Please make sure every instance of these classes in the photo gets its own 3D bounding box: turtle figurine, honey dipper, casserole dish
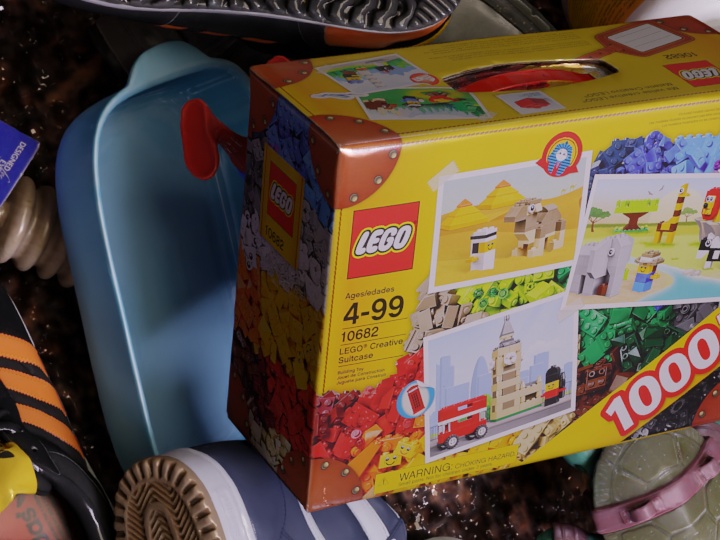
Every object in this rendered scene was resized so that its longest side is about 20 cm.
[{"bbox_3d":[0.120,0.093,0.959,0.149,0.100,0.201,-31,103,-31],"label":"turtle figurine"},{"bbox_3d":[-0.190,-0.038,0.847,0.199,0.038,0.038,20,70,-24],"label":"honey dipper"},{"bbox_3d":[-0.072,0.008,0.874,0.121,0.039,0.201,-28,110,-53],"label":"casserole dish"}]

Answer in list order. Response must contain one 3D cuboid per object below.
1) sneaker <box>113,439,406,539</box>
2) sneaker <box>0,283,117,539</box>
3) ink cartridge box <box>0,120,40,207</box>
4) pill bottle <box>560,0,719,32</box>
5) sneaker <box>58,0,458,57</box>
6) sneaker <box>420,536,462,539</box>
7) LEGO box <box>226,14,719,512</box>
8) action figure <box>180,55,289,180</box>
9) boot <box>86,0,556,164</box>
[{"bbox_3d":[-0.025,0.159,0.829,0.108,0.070,0.201,-15,93,-54],"label":"sneaker"},{"bbox_3d":[-0.144,0.058,0.812,0.070,0.090,0.201,-31,98,-10],"label":"sneaker"},{"bbox_3d":[-0.225,-0.070,0.798,0.199,0.037,0.095,31,58,-6],"label":"ink cartridge box"},{"bbox_3d":[0.155,-0.104,0.969,0.109,0.109,0.200,35,22,-20],"label":"pill bottle"},{"bbox_3d":[-0.061,-0.117,0.837,0.199,0.090,0.070,10,75,-3],"label":"sneaker"},{"bbox_3d":[0.007,0.188,0.862,0.076,0.115,0.201,47,70,-14],"label":"sneaker"},{"bbox_3d":[0.056,-0.007,0.814,0.199,0.077,0.150,-10,121,-27],"label":"LEGO box"},{"bbox_3d":[0.000,0.000,0.878,0.200,0.065,0.099,39,31,-61],"label":"action figure"},{"bbox_3d":[-0.008,-0.093,0.928,0.199,0.068,0.131,31,99,-9],"label":"boot"}]
